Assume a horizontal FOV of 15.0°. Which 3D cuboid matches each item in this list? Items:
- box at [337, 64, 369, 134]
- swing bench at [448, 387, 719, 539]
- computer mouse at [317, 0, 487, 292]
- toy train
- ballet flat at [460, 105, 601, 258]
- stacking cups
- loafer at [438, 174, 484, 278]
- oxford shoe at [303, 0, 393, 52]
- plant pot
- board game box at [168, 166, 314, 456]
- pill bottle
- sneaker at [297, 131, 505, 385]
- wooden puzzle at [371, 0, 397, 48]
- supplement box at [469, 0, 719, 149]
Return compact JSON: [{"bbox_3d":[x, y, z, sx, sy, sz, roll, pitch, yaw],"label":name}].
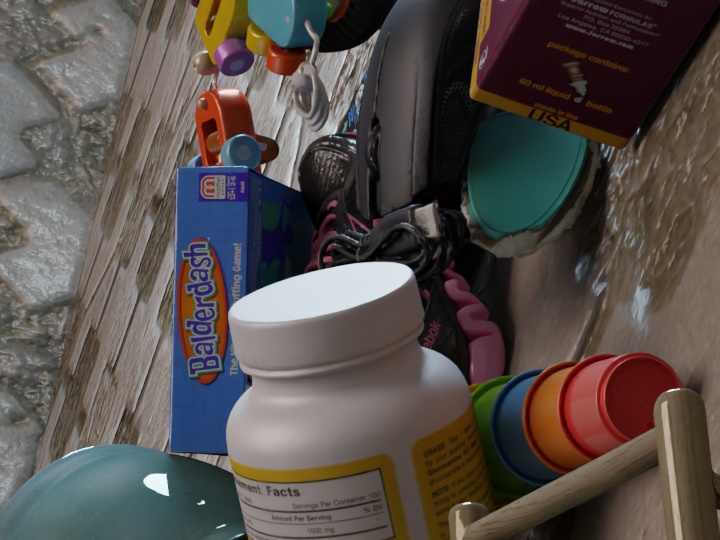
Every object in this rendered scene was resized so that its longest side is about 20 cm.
[{"bbox_3d":[0.013,-0.048,1.745,0.200,0.049,0.199,-100,32,-63],"label":"box"},{"bbox_3d":[0.097,0.165,0.839,0.199,0.129,0.201,137,147,-68],"label":"swing bench"},{"bbox_3d":[0.028,-0.083,1.376,0.138,0.053,0.201,-21,45,63],"label":"computer mouse"},{"bbox_3d":[-0.049,-0.116,1.596,0.200,0.055,0.151,-27,72,62],"label":"toy train"},{"bbox_3d":[0.092,-0.070,1.401,0.072,0.071,0.201,119,165,-47],"label":"ballet flat"},{"bbox_3d":[0.084,0.066,1.210,0.200,0.060,0.061,143,142,-72],"label":"stacking cups"},{"bbox_3d":[0.045,-0.036,1.528,0.072,0.072,0.201,-102,29,-58],"label":"loafer"},{"bbox_3d":[0.011,-0.190,1.612,0.084,0.073,0.200,-45,6,-36],"label":"oxford shoe"},{"bbox_3d":[-0.087,0.191,1.407,0.134,0.200,0.201,-3,68,49],"label":"plant pot"},{"bbox_3d":[-0.057,0.029,1.530,0.200,0.045,0.153,22,-111,-75],"label":"board game box"},{"bbox_3d":[0.004,0.104,1.219,0.112,0.112,0.201,-125,22,-76],"label":"pill bottle"},{"bbox_3d":[0.000,0.000,1.468,0.200,0.095,0.079,61,140,37],"label":"sneaker"},{"bbox_3d":[0.060,-0.179,1.608,0.186,0.046,0.200,-53,17,20],"label":"wooden puzzle"},{"bbox_3d":[0.127,-0.167,1.271,0.200,0.085,0.111,119,163,-48],"label":"supplement box"}]
